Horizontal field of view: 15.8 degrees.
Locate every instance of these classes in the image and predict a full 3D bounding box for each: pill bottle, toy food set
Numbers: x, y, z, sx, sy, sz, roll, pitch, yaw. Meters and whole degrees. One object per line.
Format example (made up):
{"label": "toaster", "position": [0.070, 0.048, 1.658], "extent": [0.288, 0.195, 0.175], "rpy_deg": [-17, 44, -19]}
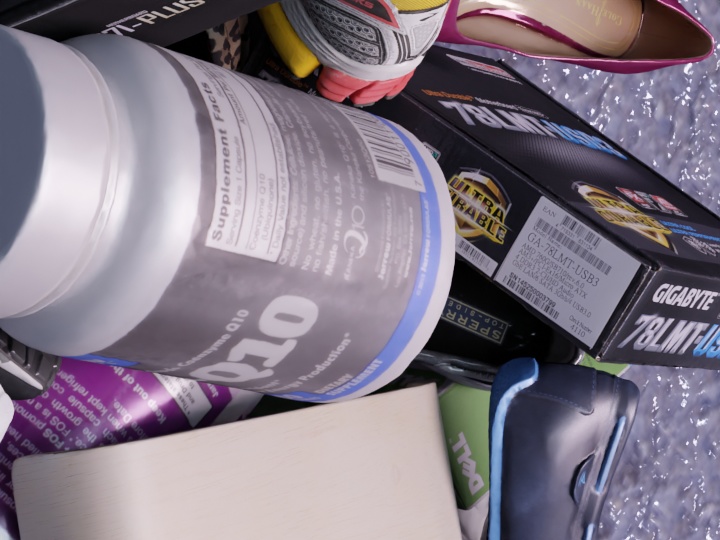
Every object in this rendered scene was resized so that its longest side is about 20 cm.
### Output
{"label": "pill bottle", "position": [-0.069, -0.020, 0.919], "extent": [0.200, 0.114, 0.114], "rpy_deg": [13, 86, -47]}
{"label": "toy food set", "position": [-0.037, 0.127, 1.011], "extent": [0.200, 0.060, 0.144], "rpy_deg": [-9, 90, -41]}
{"label": "pill bottle", "position": [-0.136, 0.081, 1.025], "extent": [0.200, 0.112, 0.112], "rpy_deg": [-50, 124, -26]}

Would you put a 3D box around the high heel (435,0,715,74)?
{"label": "high heel", "position": [0.081, -0.126, 1.167], "extent": [0.200, 0.096, 0.068], "rpy_deg": [-4, 108, -56]}

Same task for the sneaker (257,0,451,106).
{"label": "sneaker", "position": [-0.020, -0.167, 0.984], "extent": [0.078, 0.082, 0.200], "rpy_deg": [-24, 79, -33]}

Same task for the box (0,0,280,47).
{"label": "box", "position": [-0.111, -0.179, 0.929], "extent": [0.086, 0.163, 0.201], "rpy_deg": [12, 61, -67]}

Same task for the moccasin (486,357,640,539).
{"label": "moccasin", "position": [0.085, 0.133, 1.072], "extent": [0.081, 0.068, 0.200], "rpy_deg": [-85, 175, -59]}

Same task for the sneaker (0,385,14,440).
{"label": "sneaker", "position": [-0.223, 0.057, 0.913], "extent": [0.078, 0.199, 0.100], "rpy_deg": [-69, 142, -76]}

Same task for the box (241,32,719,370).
{"label": "box", "position": [0.075, -0.031, 1.076], "extent": [0.050, 0.198, 0.200], "rpy_deg": [-58, 153, 14]}

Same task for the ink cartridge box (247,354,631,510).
{"label": "ink cartridge box", "position": [0.035, 0.053, 1.175], "extent": [0.200, 0.104, 0.059], "rpy_deg": [-39, 118, -31]}

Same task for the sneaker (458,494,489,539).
{"label": "sneaker", "position": [0.024, 0.141, 1.154], "extent": [0.200, 0.079, 0.074], "rpy_deg": [-54, 135, -57]}

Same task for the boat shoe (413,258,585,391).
{"label": "boat shoe", "position": [-0.001, 0.003, 1.065], "extent": [0.199, 0.068, 0.074], "rpy_deg": [27, 84, -15]}

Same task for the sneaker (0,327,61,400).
{"label": "sneaker", "position": [-0.197, -0.012, 0.927], "extent": [0.200, 0.087, 0.076], "rpy_deg": [42, 27, -28]}

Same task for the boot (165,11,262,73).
{"label": "boot", "position": [-0.068, -0.171, 1.060], "extent": [0.151, 0.073, 0.200], "rpy_deg": [-54, 134, -43]}

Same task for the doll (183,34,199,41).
{"label": "doll", "position": [-0.064, -0.052, 1.113], "extent": [0.200, 0.048, 0.137], "rpy_deg": [15, 77, -38]}
